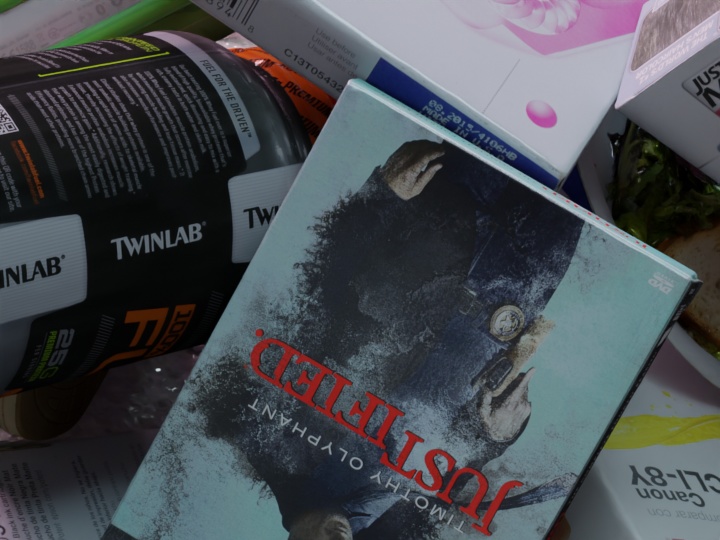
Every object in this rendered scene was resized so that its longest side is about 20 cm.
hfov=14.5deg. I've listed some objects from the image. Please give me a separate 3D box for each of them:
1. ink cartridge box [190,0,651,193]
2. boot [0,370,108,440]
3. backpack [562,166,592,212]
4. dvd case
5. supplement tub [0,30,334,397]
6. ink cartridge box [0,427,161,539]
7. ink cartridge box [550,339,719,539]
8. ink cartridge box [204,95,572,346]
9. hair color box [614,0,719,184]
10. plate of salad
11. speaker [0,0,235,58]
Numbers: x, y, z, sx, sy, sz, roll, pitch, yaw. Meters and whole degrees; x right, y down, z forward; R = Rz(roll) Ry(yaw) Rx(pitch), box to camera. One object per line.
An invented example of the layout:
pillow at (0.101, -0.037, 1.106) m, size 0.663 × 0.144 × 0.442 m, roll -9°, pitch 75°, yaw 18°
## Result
ink cartridge box at (0.028, -0.137, 1.095) m, size 0.196 × 0.043 × 0.200 m, roll 33°, pitch 48°, yaw 0°
boot at (-0.173, -0.005, 1.186) m, size 0.155 × 0.073 × 0.200 m, roll 16°, pitch 28°, yaw 4°
backpack at (0.067, -0.087, 1.259) m, size 0.168 × 0.200 × 0.162 m, roll 37°, pitch 45°, yaw 26°
dvd case at (0.011, 0.052, 1.025) m, size 0.146 × 0.200 × 0.022 m, roll 31°, pitch 12°, yaw 8°
supplement tub at (-0.108, -0.022, 1.053) m, size 0.200 × 0.123 × 0.123 m, roll -14°, pitch 47°, yaw -37°
ink cartridge box at (-0.045, 0.138, 1.094) m, size 0.200 × 0.041 × 0.200 m, roll -6°, pitch 44°, yaw -20°
ink cartridge box at (0.115, 0.087, 1.133) m, size 0.145 × 0.083 × 0.200 m, roll 11°, pitch 37°, yaw -34°
ink cartridge box at (0.000, 0.000, 1.117) m, size 0.050 × 0.161 × 0.200 m, roll 30°, pitch 19°, yaw -54°
hair color box at (0.205, -0.048, 1.059) m, size 0.200 × 0.099 × 0.061 m, roll 33°, pitch 50°, yaw -19°
plate of salad at (0.150, -0.040, 1.163) m, size 0.200 × 0.048 × 0.200 m, roll 31°, pitch 46°, yaw -39°
speaker at (-0.102, -0.118, 1.167) m, size 0.200 × 0.088 × 0.089 m, roll -26°, pitch 45°, yaw 5°
